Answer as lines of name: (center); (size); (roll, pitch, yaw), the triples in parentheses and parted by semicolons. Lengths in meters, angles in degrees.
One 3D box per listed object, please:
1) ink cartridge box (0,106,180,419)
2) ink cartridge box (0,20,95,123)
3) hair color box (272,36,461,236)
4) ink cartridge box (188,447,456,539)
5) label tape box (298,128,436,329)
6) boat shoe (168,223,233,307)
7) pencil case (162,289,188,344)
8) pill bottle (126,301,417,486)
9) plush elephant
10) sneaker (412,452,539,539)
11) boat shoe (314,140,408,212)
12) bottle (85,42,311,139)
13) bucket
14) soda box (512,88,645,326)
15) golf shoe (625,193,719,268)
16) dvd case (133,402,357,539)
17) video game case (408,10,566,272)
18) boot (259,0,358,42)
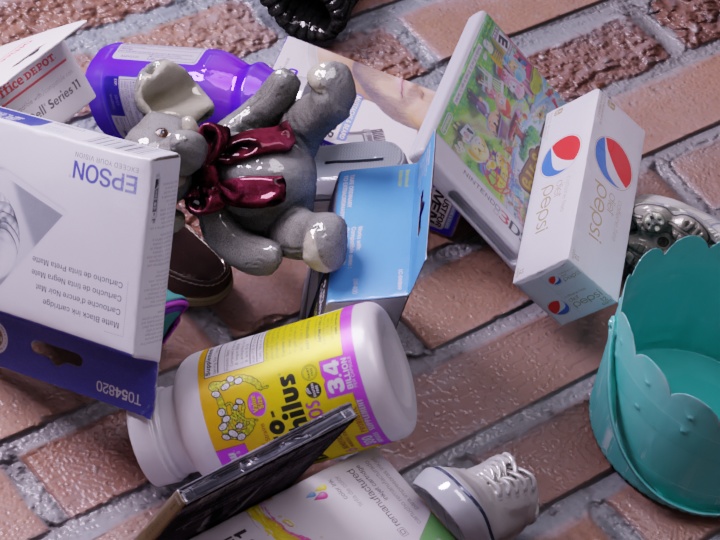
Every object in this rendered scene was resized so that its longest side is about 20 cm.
ink cartridge box: (-0.226, -0.007, 1.584); (0.199, 0.201, 0.041); (15, 17, 31)
ink cartridge box: (-0.293, -0.127, 1.717); (0.117, 0.200, 0.067); (-44, 114, -40)
hair color box: (0.007, -0.117, 1.892); (0.200, 0.065, 0.109); (22, 47, 0)
ink cartridge box: (-0.031, 0.234, 1.545); (0.200, 0.084, 0.145); (-24, 60, -34)
label tape box: (0.000, 0.000, 1.687); (0.063, 0.200, 0.144); (12, 46, -7)
boat shoe: (-0.189, -0.042, 1.754); (0.200, 0.072, 0.072); (32, 48, 10)
pencil case: (-0.231, -0.001, 1.695); (0.200, 0.085, 0.092); (38, 11, 18)
pill bottle: (-0.066, 0.098, 1.600); (0.200, 0.104, 0.104); (-17, 48, 12)
plush elephant: (-0.112, -0.081, 1.667); (0.155, 0.200, 0.165); (11, 78, -29)
sneaker: (0.089, 0.160, 1.574); (0.071, 0.200, 0.073); (-42, 78, 0)
boat shoe: (-0.056, -0.066, 1.823); (0.199, 0.067, 0.074); (3, 44, 16)
bottle: (-0.129, -0.144, 1.813); (0.200, 0.084, 0.065); (6, 45, 24)
bucket: (0.285, 0.089, 1.743); (0.207, 0.135, 0.207); (9, 46, -9)
soda box: (0.187, -0.056, 1.851); (0.068, 0.064, 0.200); (39, 45, -28)
golf shoe: (0.320, -0.012, 1.893); (0.200, 0.078, 0.097); (31, 24, -4)
dvd case: (-0.098, 0.163, 1.511); (0.149, 0.200, 0.016); (-25, 75, -34)
video game case: (0.132, -0.101, 1.880); (0.182, 0.022, 0.200); (46, 42, -21)
boot: (-0.078, -0.311, 2.030); (0.211, 0.080, 0.158); (28, 47, 8)
